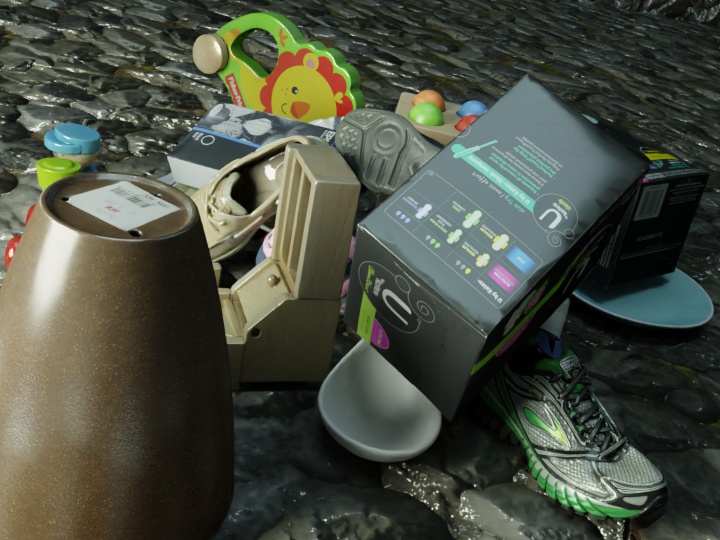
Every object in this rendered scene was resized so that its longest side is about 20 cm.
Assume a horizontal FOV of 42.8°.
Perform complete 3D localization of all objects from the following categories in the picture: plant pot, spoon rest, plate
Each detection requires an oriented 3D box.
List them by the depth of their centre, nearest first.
[{"bbox_3d":[-0.158,0.049,0.579,0.183,0.204,0.188,10,26,-5],"label":"plant pot"},{"bbox_3d":[0.020,0.084,0.751,0.097,0.062,0.201,13,26,0],"label":"spoon rest"},{"bbox_3d":[0.300,0.020,1.043,0.196,0.026,0.201,10,27,-5],"label":"plate"}]

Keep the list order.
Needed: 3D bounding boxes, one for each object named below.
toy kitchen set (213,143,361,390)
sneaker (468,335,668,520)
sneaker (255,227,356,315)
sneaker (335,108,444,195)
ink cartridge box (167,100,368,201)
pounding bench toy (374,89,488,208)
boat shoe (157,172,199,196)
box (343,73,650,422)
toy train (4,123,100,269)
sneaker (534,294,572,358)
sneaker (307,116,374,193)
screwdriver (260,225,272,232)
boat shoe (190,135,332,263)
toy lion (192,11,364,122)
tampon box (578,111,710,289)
[{"bbox_3d":[-0.127,-0.024,0.760,0.196,0.184,0.164,2,27,-20],"label":"toy kitchen set"},{"bbox_3d":[0.160,0.117,0.723,0.077,0.087,0.200,-9,34,-36],"label":"sneaker"},{"bbox_3d":[0.000,0.000,0.862,0.195,0.083,0.071,4,58,-10],"label":"sneaker"},{"bbox_3d":[0.068,-0.088,0.893,0.196,0.077,0.114,23,-5,15],"label":"sneaker"},{"bbox_3d":[-0.085,-0.109,0.915,0.196,0.040,0.100,17,51,22],"label":"ink cartridge box"},{"bbox_3d":[0.054,-0.129,1.069,0.196,0.159,0.125,13,26,1],"label":"pounding bench toy"},{"bbox_3d":[-0.174,-0.077,0.981,0.061,0.073,0.200,34,41,12],"label":"boat shoe"},{"bbox_3d":[0.098,-0.017,0.702,0.124,0.149,0.200,39,64,17],"label":"box"},{"bbox_3d":[-0.267,-0.044,0.804,0.083,0.118,0.201,8,27,-8],"label":"toy train"},{"bbox_3d":[0.114,0.003,0.840,0.197,0.117,0.080,27,-13,-11],"label":"sneaker"},{"bbox_3d":[-0.033,-0.102,1.008,0.195,0.081,0.130,2,-19,19],"label":"sneaker"},{"bbox_3d":[-0.051,-0.019,0.949,0.197,0.028,0.029,27,1,19],"label":"screwdriver"},{"bbox_3d":[-0.115,-0.065,0.839,0.065,0.197,0.073,9,56,-66],"label":"boat shoe"},{"bbox_3d":[-0.090,-0.219,1.116,0.189,0.204,0.068,-17,8,32],"label":"toy lion"},{"bbox_3d":[0.268,-0.090,1.069,0.148,0.129,0.199,-10,34,-39],"label":"tampon box"}]
